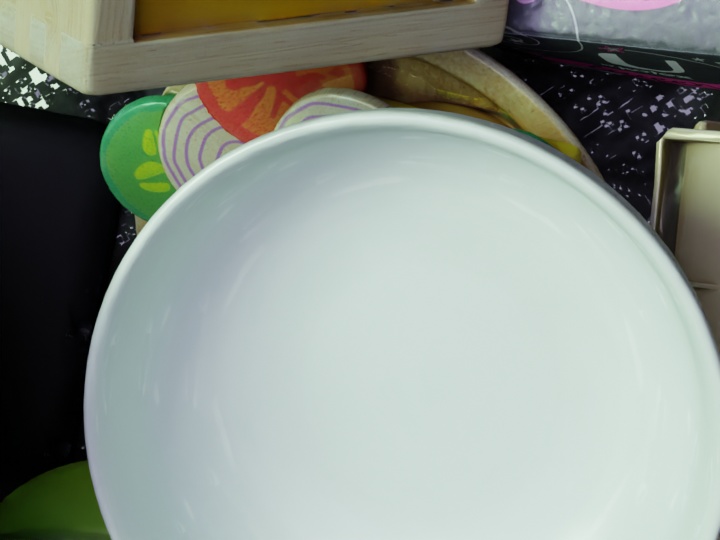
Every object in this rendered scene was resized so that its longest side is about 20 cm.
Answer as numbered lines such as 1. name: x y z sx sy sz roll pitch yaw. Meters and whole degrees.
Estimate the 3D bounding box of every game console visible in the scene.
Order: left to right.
1. game console: -0.201 0.025 0.984 0.175 0.116 0.201 13 93 46

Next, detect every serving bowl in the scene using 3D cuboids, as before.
1. serving bowl: 0.018 0.043 0.794 0.199 0.066 0.202 3 105 11

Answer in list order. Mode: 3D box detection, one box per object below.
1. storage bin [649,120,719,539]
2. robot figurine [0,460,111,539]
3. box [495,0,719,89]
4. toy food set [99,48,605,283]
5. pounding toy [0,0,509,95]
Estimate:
1. storage bin: 0.190 0.059 0.828 0.197 0.094 0.202 7 92 17
2. robot figurine: -0.091 0.155 0.876 0.115 0.176 0.201 12 63 -4
3. box: 0.140 -0.125 0.832 0.199 0.115 0.133 8 92 17
4. toy food set: 0.000 0.000 0.868 0.199 0.049 0.199 15 123 22
5. pounding toy: -0.033 -0.158 0.718 0.142 0.183 0.201 30 122 45
